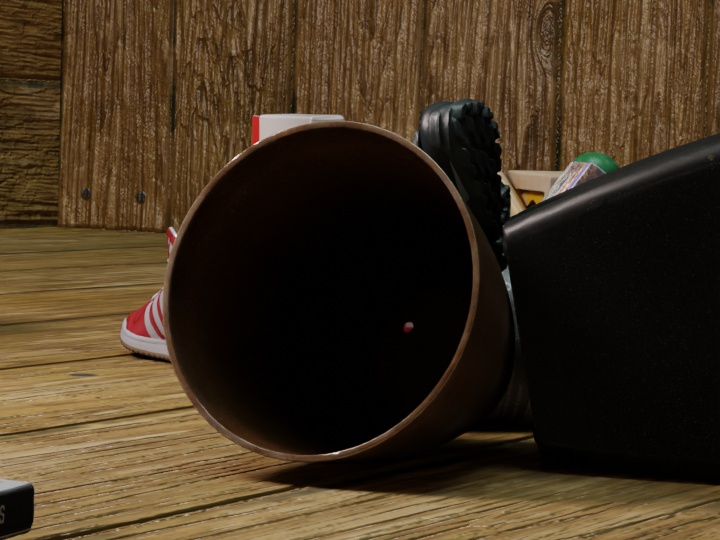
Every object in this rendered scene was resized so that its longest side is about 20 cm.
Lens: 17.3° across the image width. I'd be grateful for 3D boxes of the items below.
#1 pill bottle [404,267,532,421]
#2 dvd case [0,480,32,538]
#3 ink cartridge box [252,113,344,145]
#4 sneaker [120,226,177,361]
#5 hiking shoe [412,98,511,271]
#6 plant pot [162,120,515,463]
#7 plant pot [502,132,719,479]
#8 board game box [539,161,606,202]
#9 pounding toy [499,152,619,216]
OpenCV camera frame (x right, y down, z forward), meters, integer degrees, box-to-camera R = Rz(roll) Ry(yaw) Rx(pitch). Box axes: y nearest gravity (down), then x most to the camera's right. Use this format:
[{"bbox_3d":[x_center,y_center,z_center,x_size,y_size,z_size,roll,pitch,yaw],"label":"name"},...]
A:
[{"bbox_3d":[0.050,0.043,1.540,0.199,0.111,0.111,1,3,-8],"label":"pill bottle"},{"bbox_3d":[-0.262,0.102,1.005,0.199,0.025,0.150,4,4,19],"label":"dvd case"},{"bbox_3d":[-0.078,-0.050,2.273,0.045,0.201,0.176,-2,5,-33],"label":"ink cartridge box"},{"bbox_3d":[-0.138,0.015,1.885,0.071,0.113,0.200,0,4,-26],"label":"sneaker"},{"bbox_3d":[0.043,-0.044,1.431,0.086,0.075,0.200,0,-21,8],"label":"hiking shoe"},{"bbox_3d":[0.013,0.031,1.357,0.186,0.188,0.200,3,-11,23],"label":"plant pot"},{"bbox_3d":[0.179,0.025,1.381,0.176,0.201,0.200,-10,3,4],"label":"plant pot"},{"bbox_3d":[0.195,0.005,1.742,0.159,0.097,0.200,39,3,0],"label":"board game box"},{"bbox_3d":[0.161,-0.025,1.967,0.141,0.201,0.184,1,3,-10],"label":"pounding toy"}]
